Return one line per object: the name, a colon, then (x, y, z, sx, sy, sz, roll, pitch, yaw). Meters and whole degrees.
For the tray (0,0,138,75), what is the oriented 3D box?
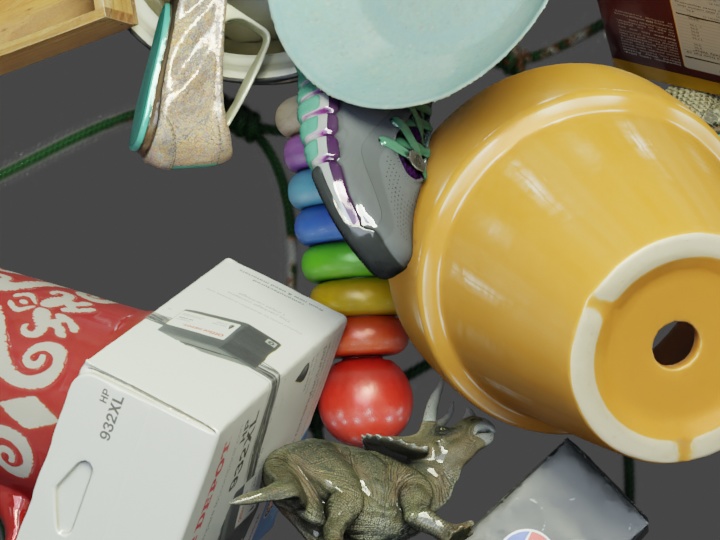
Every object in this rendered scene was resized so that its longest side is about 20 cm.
tray: (-0.224, -0.161, 1.660, 0.200, 0.037, 0.099, -16, 77, 28)

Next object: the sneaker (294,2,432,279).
sneaker: (0.015, -0.091, 1.528, 0.088, 0.074, 0.200, -25, 52, 15)

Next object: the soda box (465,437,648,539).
soda box: (0.067, 0.187, 1.590, 0.200, 0.063, 0.071, -43, 79, -2)

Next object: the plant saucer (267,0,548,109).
plant saucer: (0.040, -0.176, 1.499, 0.201, 0.039, 0.201, -11, 71, 34)

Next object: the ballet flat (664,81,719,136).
ballet flat: (0.121, -0.050, 1.634, 0.200, 0.068, 0.075, -30, 56, -5)

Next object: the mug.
mug: (-0.228, 0.067, 1.601, 0.200, 0.133, 0.178, 20, 46, 13)

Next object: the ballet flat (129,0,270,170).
ballet flat: (-0.081, -0.151, 1.601, 0.067, 0.068, 0.200, 10, 86, -11)

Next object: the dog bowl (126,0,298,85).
dog bowl: (-0.055, -0.197, 1.668, 0.200, 0.074, 0.200, -1, 79, 7)

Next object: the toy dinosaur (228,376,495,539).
toy dinosaur: (-0.008, 0.124, 1.539, 0.102, 0.200, 0.077, 50, 129, 36)

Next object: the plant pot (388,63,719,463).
plant pot: (0.136, 0.010, 1.512, 0.200, 0.183, 0.200, -6, 110, -16)

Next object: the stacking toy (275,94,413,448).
stacking toy: (0.000, 0.000, 1.626, 0.085, 0.085, 0.200, -5, 83, 5)

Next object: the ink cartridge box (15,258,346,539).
ink cartridge box: (-0.095, 0.097, 1.532, 0.084, 0.200, 0.145, 25, 112, 11)

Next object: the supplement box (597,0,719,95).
supplement box: (0.218, -0.219, 1.555, 0.133, 0.200, 0.197, 15, 72, 17)
